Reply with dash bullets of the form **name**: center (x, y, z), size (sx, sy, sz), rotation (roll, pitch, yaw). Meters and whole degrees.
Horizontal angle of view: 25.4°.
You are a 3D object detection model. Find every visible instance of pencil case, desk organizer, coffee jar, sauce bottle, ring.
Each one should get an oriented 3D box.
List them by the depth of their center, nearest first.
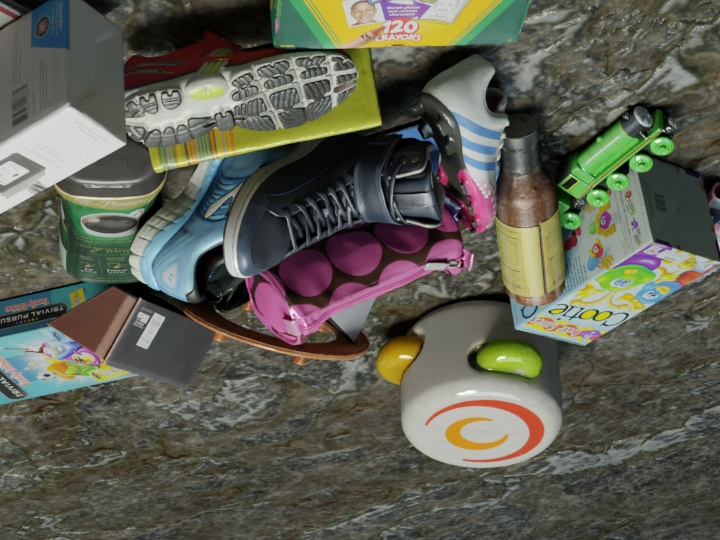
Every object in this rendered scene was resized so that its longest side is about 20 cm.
- **coffee jar**: center (-0.224, -0.069, 1.432), size (0.103, 0.086, 0.200), rotation (0, 152, -8)
- **pencil case**: center (0.000, 0.000, 1.436), size (0.199, 0.094, 0.091), rotation (-24, 144, -20)
- **sauce bottle**: center (0.159, -0.058, 1.517), size (0.065, 0.066, 0.201), rotation (-8, 129, 1)
- **desk organizer**: center (-0.223, 0.058, 1.584), size (0.077, 0.072, 0.200), rotation (29, 179, 20)
- **ring**: center (-0.088, 0.058, 1.623), size (0.199, 0.019, 0.200), rotation (15, -168, -3)

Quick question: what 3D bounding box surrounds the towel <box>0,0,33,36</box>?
- **towel**: center (-0.325, -0.160, 1.314), size (0.199, 0.023, 0.144), rotation (-31, 142, 34)

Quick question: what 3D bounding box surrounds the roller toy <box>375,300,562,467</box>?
- **roller toy**: center (0.135, 0.126, 1.815), size (0.199, 0.141, 0.183), rotation (-18, 139, 24)

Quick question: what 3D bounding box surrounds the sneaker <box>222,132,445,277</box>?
- **sneaker**: center (-0.015, -0.055, 1.356), size (0.145, 0.202, 0.077), rotation (12, 131, 32)

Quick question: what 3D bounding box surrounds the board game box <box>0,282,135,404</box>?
- **board game box**: center (-0.332, 0.079, 1.719), size (0.198, 0.047, 0.151), rotation (-13, 151, 10)

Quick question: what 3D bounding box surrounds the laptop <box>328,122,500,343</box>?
- **laptop**: center (0.044, -0.038, 1.527), size (0.115, 0.201, 0.187), rotation (18, 163, 29)

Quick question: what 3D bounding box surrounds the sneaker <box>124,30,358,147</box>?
- **sneaker**: center (-0.102, -0.163, 1.291), size (0.198, 0.085, 0.077), rotation (-8, 141, -4)

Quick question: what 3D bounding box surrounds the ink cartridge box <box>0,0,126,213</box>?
- **ink cartridge box**: center (-0.280, -0.119, 1.257), size (0.199, 0.117, 0.067), rotation (-24, 145, 27)

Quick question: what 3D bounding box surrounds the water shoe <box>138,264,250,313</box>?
- **water shoe**: center (-0.149, 0.000, 1.583), size (0.198, 0.079, 0.072), rotation (-8, 151, 1)

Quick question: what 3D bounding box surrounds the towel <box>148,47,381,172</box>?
- **towel**: center (-0.084, -0.141, 1.335), size (0.198, 0.087, 0.018), rotation (-11, 168, 6)

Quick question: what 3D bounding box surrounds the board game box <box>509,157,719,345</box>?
- **board game box**: center (0.251, -0.018, 1.616), size (0.102, 0.106, 0.200), rotation (14, 146, -35)

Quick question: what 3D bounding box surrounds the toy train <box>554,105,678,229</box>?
- **toy train**: center (0.223, -0.093, 1.535), size (0.056, 0.042, 0.200), rotation (29, 133, -21)

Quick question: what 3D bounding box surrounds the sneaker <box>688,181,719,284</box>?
- **sneaker**: center (0.364, -0.053, 1.634), size (0.199, 0.071, 0.082), rotation (-32, 126, 33)

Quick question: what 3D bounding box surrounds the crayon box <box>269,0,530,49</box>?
- **crayon box**: center (0.032, -0.230, 1.225), size (0.198, 0.059, 0.119), rotation (-3, 151, -8)

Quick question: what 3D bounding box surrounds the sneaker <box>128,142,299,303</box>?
- **sneaker**: center (-0.111, -0.052, 1.413), size (0.200, 0.090, 0.078), rotation (-52, 157, -6)

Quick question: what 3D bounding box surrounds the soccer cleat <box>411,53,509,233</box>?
- **soccer cleat**: center (0.105, -0.111, 1.431), size (0.086, 0.070, 0.200), rotation (-42, 148, -14)
